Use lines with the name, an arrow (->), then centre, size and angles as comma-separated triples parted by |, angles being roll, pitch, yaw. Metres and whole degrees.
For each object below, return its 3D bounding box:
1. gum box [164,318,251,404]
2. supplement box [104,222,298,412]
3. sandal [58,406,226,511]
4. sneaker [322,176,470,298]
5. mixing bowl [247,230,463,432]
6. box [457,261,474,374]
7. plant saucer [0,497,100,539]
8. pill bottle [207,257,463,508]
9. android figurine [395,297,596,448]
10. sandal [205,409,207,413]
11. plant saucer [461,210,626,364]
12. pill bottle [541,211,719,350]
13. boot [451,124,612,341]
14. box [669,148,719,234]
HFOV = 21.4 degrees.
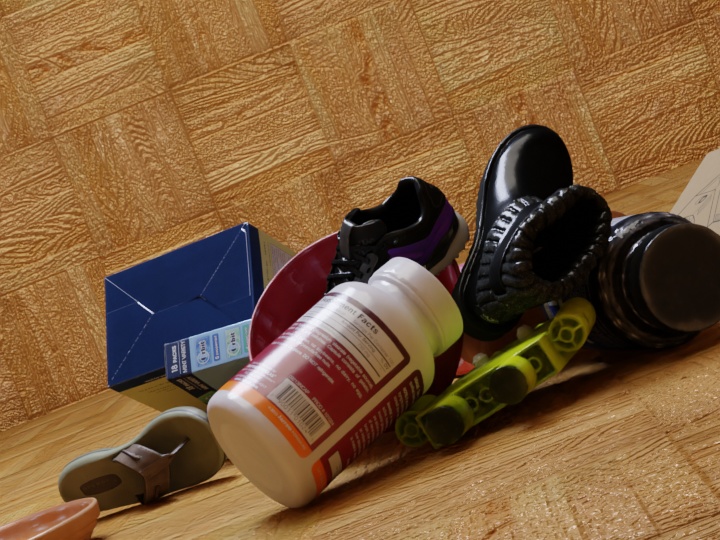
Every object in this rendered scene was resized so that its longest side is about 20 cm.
gum box -> -0.072, 0.095, 1.944 | 0.199, 0.045, 0.170 | -17, -27, 19
supplement box -> -0.141, 0.070, 2.081 | 0.199, 0.135, 0.200 | -20, -30, 27
sandal -> -0.210, 0.196, 1.831 | 0.200, 0.080, 0.057 | -27, 17, 26
sneaker -> 0.000, 0.000, 1.596 | 0.069, 0.100, 0.200 | 30, 74, 40
mixing bowl -> 0.012, 0.069, 1.678 | 0.199, 0.109, 0.201 | -14, 48, 16
box -> 0.164, 0.022, 1.904 | 0.199, 0.103, 0.095 | -22, 3, -25
plant saucer -> -0.325, 0.261, 1.717 | 0.199, 0.038, 0.200 | -22, 3, 1
pill bottle -> -0.016, 0.084, 1.504 | 0.200, 0.113, 0.113 | -41, 11, -23
android figurine -> 0.113, 0.084, 1.532 | 0.182, 0.041, 0.200 | -34, 0, 21
sandal -> -0.104, 0.140, 1.881 | 0.054, 0.081, 0.200 | -6, -14, -42
plant saucer -> 0.173, 0.023, 1.742 | 0.200, 0.032, 0.201 | -26, -27, -14
pill bottle -> 0.229, 0.010, 1.567 | 0.111, 0.112, 0.200 | -22, 3, -14
boot -> 0.151, -0.049, 1.561 | 0.079, 0.212, 0.158 | 21, -25, -10
box -> 0.325, -0.044, 1.781 | 0.200, 0.021, 0.163 | -56, 15, -19
